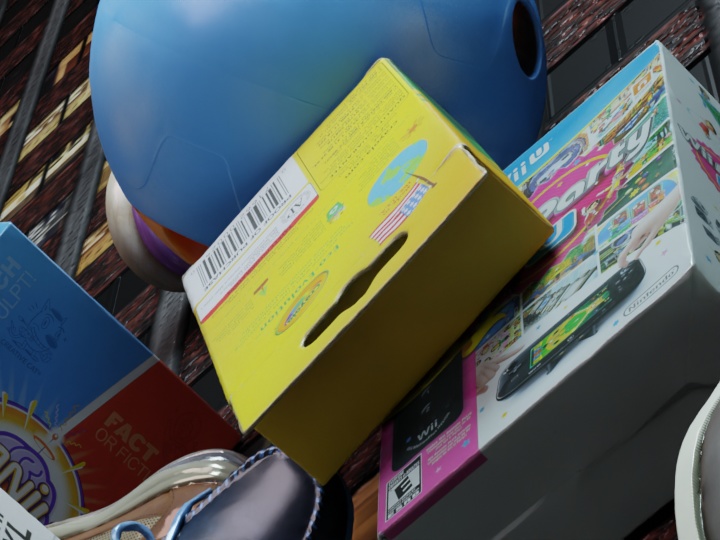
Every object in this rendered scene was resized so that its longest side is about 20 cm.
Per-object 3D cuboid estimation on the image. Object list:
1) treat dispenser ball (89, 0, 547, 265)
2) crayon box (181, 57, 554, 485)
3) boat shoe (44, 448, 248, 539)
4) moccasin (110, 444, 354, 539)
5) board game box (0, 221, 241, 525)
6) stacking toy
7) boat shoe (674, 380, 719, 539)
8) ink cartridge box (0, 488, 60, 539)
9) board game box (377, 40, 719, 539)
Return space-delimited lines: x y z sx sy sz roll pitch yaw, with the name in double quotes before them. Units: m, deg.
"treat dispenser ball" -0.018 -0.085 1.224 0.201 0.201 0.201 -41 18 17
"crayon box" 0.000 0.000 1.039 0.127 0.051 0.200 -47 16 6
"boat shoe" -0.112 0.145 1.154 0.200 0.076 0.072 -38 21 32
"moccasin" -0.075 0.149 1.039 0.080 0.068 0.200 27 81 38
"board game box" -0.170 0.102 1.249 0.200 0.153 0.040 -53 20 -17
"stacking toy" -0.041 -0.048 1.417 0.200 0.085 0.086 -17 34 47
"boat shoe" 0.138 0.044 0.791 0.061 0.072 0.201 -41 16 31
"ink cartridge box" -0.119 0.162 0.917 0.084 0.200 0.145 -40 19 22
"board game box" 0.078 0.020 1.000 0.147 0.064 0.200 -41 17 19
